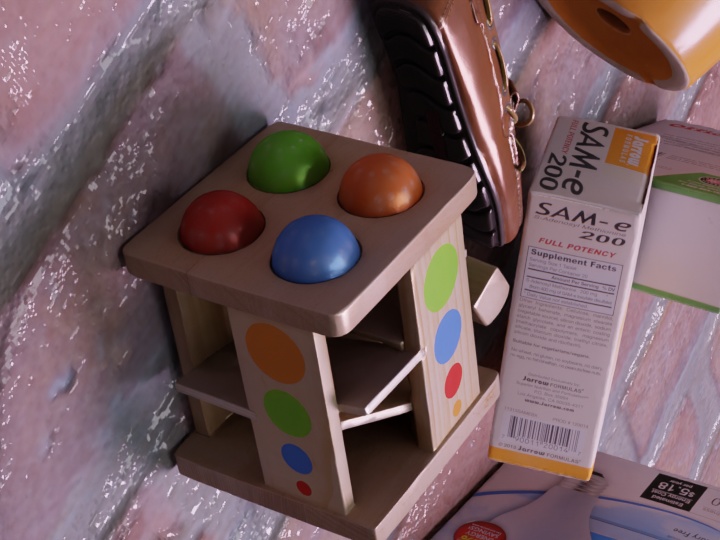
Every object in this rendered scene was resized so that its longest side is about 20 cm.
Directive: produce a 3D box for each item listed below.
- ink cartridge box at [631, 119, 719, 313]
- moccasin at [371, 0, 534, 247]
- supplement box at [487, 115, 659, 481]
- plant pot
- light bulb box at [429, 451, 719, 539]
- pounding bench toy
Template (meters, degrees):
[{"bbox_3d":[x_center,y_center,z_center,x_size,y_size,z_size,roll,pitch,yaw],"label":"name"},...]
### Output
[{"bbox_3d":[0.244,-0.046,1.139,0.199,0.145,0.085,-20,122,-54],"label":"ink cartridge box"},{"bbox_3d":[0.061,-0.096,0.890,0.078,0.073,0.202,-46,133,-27],"label":"moccasin"},{"bbox_3d":[0.139,0.017,1.014,0.126,0.073,0.202,-60,160,-60],"label":"supplement box"},{"bbox_3d":[0.208,-0.223,0.973,0.184,0.200,0.200,-55,148,-3],"label":"plant pot"},{"bbox_3d":[0.158,0.235,1.074,0.200,0.197,0.126,-36,131,-48],"label":"light bulb box"},{"bbox_3d":[0.000,0.000,0.772,0.200,0.123,0.157,-45,139,-40],"label":"pounding bench toy"}]
